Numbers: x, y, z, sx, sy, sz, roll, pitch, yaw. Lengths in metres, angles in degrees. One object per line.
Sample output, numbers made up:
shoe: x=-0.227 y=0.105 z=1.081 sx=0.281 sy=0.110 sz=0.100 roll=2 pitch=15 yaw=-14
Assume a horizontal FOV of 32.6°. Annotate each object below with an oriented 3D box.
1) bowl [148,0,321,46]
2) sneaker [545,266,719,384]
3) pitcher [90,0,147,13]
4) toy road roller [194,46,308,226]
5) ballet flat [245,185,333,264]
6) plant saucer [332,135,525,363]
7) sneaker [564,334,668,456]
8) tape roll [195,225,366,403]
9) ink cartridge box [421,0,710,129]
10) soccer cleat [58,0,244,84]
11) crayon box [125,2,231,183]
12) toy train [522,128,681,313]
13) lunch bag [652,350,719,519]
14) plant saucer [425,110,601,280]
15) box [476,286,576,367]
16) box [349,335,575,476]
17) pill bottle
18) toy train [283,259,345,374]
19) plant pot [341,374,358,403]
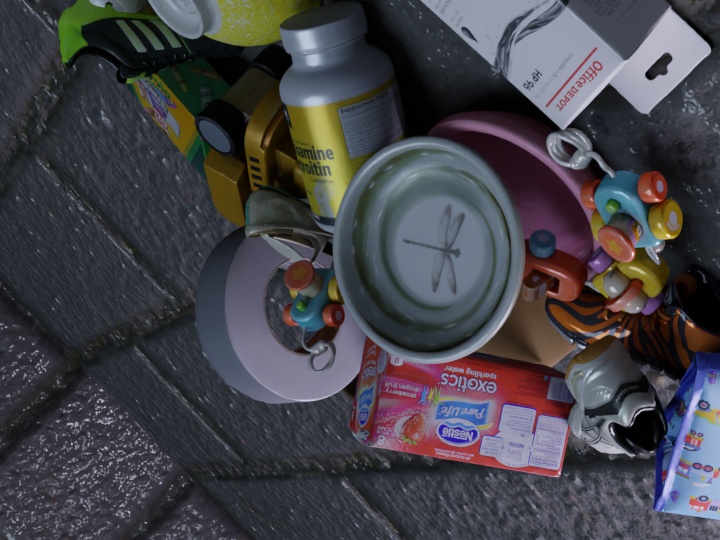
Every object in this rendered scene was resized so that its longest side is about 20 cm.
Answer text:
bowl: x=-0.144 y=-0.285 z=1.176 sx=0.199 sy=0.108 sz=0.201 roll=34 pitch=155 yaw=19
sneaker: x=0.264 y=0.034 z=1.120 sx=0.198 sy=0.078 sz=0.113 roll=20 pitch=145 yaw=22
pitcher: x=-0.284 y=-0.370 z=1.264 sx=0.172 sy=0.121 sz=0.200 roll=54 pitch=169 yaw=6
toy road roller: x=-0.082 y=-0.124 z=1.327 sx=0.145 sy=0.123 sz=0.201 roll=32 pitch=154 yaw=20
ballet flat: x=-0.035 y=-0.026 z=1.298 sx=0.198 sy=0.063 sz=0.067 roll=20 pitch=156 yaw=-21
plant saucer: x=0.067 y=-0.019 z=1.107 sx=0.198 sy=0.050 sz=0.203 roll=2 pitch=94 yaw=34
sneaker: x=0.238 y=0.140 z=1.119 sx=0.088 sy=0.075 sz=0.200 roll=54 pitch=180 yaw=33
tape roll: x=-0.079 y=0.042 z=1.336 sx=0.066 sy=0.201 sz=0.201 roll=-10 pitch=124 yaw=53
ink cartridge box: x=0.149 y=-0.188 z=0.923 sx=0.200 sy=0.068 sz=0.116 roll=42 pitch=156 yaw=2
soccer cleat: x=-0.221 y=-0.236 z=1.309 sx=0.198 sy=0.082 sz=0.067 roll=4 pitch=170 yaw=-15
crayon box: x=-0.210 y=-0.209 z=1.414 sx=0.200 sy=0.058 sz=0.119 roll=48 pitch=160 yaw=26
toy train: x=0.186 y=-0.018 z=1.030 sx=0.149 sy=0.056 sz=0.201 roll=26 pitch=147 yaw=16
lunch bag: x=0.346 y=0.134 z=1.060 sx=0.149 sy=0.095 sz=0.201 roll=7 pitch=143 yaw=4
plant saucer: x=0.146 y=-0.072 z=1.131 sx=0.199 sy=0.051 sz=0.201 roll=30 pitch=151 yaw=19
box: x=0.128 y=0.027 z=1.260 sx=0.200 sy=0.021 sz=0.163 roll=46 pitch=118 yaw=-5
box: x=0.098 y=0.129 z=1.194 sx=0.198 sy=0.101 sz=0.095 roll=11 pitch=-179 yaw=-14
pill bottle: x=-0.014 y=-0.145 z=1.170 sx=0.112 sy=0.112 sz=0.202 roll=14 pitch=127 yaw=48
toy train: x=0.000 y=0.000 z=1.202 sx=0.056 sy=0.200 sz=0.151 roll=45 pitch=-172 yaw=-38
plant pot: x=0.051 y=0.061 z=1.410 sx=0.200 sy=0.092 sz=0.203 roll=-2 pitch=87 yaw=47
